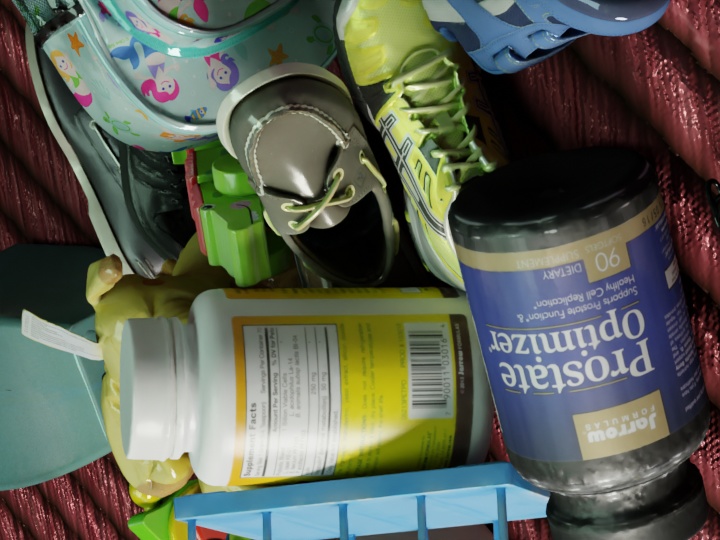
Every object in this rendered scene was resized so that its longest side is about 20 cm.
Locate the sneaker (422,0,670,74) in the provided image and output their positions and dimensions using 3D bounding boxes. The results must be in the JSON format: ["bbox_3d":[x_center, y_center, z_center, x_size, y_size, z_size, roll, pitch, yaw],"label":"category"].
[{"bbox_3d":[0.093,-0.140,1.440,0.200,0.074,0.083,27,134,56],"label":"sneaker"}]

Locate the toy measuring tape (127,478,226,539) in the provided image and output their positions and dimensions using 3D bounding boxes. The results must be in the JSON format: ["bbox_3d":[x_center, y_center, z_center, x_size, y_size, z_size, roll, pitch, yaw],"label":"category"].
[{"bbox_3d":[-0.082,0.204,1.987,0.200,0.074,0.073,46,152,-15],"label":"toy measuring tape"}]

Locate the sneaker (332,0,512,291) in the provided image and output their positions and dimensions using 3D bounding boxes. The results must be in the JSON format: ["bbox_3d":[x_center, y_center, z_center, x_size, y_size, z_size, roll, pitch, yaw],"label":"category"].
[{"bbox_3d":[0.048,-0.076,1.539,0.201,0.075,0.076,65,167,-24],"label":"sneaker"}]

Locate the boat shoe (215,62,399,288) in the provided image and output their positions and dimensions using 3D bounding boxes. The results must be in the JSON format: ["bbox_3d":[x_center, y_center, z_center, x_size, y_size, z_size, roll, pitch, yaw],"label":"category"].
[{"bbox_3d":[-0.022,-0.049,1.542,0.060,0.072,0.202,65,-176,24],"label":"boat shoe"}]

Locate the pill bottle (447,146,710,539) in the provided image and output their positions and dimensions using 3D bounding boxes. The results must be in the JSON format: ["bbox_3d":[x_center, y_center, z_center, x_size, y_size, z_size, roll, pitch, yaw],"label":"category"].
[{"bbox_3d":[0.120,0.045,1.495,0.112,0.112,0.201,11,122,53],"label":"pill bottle"}]

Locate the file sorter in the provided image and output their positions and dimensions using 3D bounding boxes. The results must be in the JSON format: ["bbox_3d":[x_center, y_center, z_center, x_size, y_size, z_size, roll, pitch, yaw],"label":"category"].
[{"bbox_3d":[0.015,0.184,1.603,0.199,0.139,0.123,-7,76,21],"label":"file sorter"}]

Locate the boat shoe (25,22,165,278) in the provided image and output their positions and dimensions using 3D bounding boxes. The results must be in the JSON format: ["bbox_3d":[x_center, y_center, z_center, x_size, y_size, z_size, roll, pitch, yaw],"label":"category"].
[{"bbox_3d":[-0.158,-0.085,1.887,0.062,0.073,0.201,-24,86,16],"label":"boat shoe"}]

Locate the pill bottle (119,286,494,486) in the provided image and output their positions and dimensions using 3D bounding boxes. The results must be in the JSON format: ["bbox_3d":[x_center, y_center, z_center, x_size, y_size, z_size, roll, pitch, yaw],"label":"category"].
[{"bbox_3d":[-0.031,0.064,1.590,0.109,0.199,0.110,180,90,-80],"label":"pill bottle"}]

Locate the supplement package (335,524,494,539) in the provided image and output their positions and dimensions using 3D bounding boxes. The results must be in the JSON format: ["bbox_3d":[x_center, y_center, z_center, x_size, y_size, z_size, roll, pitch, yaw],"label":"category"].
[{"bbox_3d":[0.058,0.251,1.733,0.200,0.119,0.122,47,147,25],"label":"supplement package"}]

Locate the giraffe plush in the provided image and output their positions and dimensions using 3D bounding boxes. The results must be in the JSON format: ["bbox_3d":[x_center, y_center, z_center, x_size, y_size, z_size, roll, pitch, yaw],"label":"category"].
[{"bbox_3d":[-0.082,0.036,1.761,0.200,0.162,0.173,35,134,10],"label":"giraffe plush"}]

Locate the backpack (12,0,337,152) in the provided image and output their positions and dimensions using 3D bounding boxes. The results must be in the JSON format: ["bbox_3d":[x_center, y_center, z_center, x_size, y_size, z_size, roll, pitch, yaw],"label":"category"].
[{"bbox_3d":[-0.099,-0.173,1.600,0.201,0.177,0.150,63,154,-8],"label":"backpack"}]

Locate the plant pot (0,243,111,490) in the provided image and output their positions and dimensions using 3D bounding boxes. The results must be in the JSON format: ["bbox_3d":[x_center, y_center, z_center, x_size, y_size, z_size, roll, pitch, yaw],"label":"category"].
[{"bbox_3d":[-0.209,0.066,1.988,0.199,0.141,0.142,-4,109,49],"label":"plant pot"}]

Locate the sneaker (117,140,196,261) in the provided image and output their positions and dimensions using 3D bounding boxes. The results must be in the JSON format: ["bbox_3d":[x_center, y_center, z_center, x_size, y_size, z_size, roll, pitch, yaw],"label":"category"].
[{"bbox_3d":[-0.113,-0.094,1.789,0.104,0.060,0.201,6,115,60],"label":"sneaker"}]

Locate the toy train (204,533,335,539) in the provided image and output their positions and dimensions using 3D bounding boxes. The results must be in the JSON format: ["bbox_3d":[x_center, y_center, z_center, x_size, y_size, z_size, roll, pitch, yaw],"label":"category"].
[{"bbox_3d":[-0.031,0.155,1.799,0.085,0.115,0.200,60,149,4],"label":"toy train"}]

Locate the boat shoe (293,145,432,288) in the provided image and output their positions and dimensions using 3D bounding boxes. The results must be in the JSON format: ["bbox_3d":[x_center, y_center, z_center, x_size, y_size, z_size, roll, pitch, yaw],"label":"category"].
[{"bbox_3d":[0.000,0.000,1.694,0.068,0.072,0.201,-139,36,-71],"label":"boat shoe"}]

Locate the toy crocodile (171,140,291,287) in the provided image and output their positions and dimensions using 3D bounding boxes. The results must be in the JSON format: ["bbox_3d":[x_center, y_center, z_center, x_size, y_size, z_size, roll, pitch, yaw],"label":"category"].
[{"bbox_3d":[-0.077,-0.047,1.660,0.200,0.061,0.068,-103,4,-62],"label":"toy crocodile"}]

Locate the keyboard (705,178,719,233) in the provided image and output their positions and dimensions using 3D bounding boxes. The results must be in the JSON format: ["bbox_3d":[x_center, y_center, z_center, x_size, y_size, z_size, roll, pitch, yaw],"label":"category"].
[{"bbox_3d":[0.217,0.017,1.400,0.104,0.040,0.201,-3,110,56],"label":"keyboard"}]
